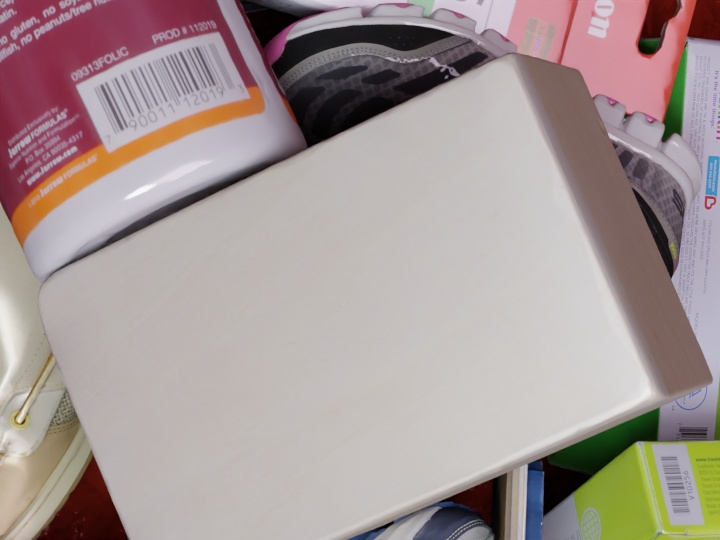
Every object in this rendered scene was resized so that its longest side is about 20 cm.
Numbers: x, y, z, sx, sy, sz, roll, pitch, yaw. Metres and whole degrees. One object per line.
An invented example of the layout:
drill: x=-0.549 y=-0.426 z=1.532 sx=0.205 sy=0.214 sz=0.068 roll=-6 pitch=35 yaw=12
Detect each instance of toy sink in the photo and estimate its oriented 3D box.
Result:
toy sink: x=0.007 y=0.023 z=0.920 sx=0.199 sy=0.112 sz=0.131 roll=-26 pitch=83 yaw=16

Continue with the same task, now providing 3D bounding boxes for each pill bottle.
pill bottle: x=-0.110 y=-0.105 z=0.944 sx=0.114 sy=0.114 sz=0.201 roll=-21 pitch=79 yaw=-24

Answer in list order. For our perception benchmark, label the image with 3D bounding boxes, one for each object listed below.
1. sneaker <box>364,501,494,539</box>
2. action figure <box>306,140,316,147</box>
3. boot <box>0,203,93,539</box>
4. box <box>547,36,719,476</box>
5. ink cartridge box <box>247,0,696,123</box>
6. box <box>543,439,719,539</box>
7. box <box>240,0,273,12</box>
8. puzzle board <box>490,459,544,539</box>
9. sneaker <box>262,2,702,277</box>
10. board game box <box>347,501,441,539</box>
sneaker: x=0.020 y=0.183 z=0.949 sx=0.201 sy=0.085 sz=0.077 roll=-66 pitch=147 yaw=-24
action figure: x=0.000 y=0.000 z=1.059 sx=0.118 sy=0.102 sz=0.201 roll=-7 pitch=101 yaw=-9
boot: x=-0.165 y=0.018 z=0.990 sx=0.155 sy=0.073 sz=0.200 roll=37 pitch=76 yaw=-26
box: x=0.190 y=-0.002 z=1.163 sx=0.176 sy=0.097 sz=0.201 roll=1 pitch=94 yaw=-28
ink cartridge box: x=0.056 y=-0.137 z=1.034 sx=0.199 sy=0.050 sz=0.109 roll=16 pitch=87 yaw=-15
box: x=0.130 y=0.131 z=1.110 sx=0.121 sy=0.200 sz=0.048 roll=1 pitch=64 yaw=-25
box: x=-0.047 y=-0.209 z=1.047 sx=0.160 sy=0.043 sz=0.201 roll=-11 pitch=100 yaw=-27
puzzle board: x=0.060 y=0.170 z=1.021 sx=0.017 sy=0.151 sz=0.201 roll=3 pitch=80 yaw=1
sneaker: x=0.050 y=-0.037 z=0.999 sx=0.199 sy=0.074 sz=0.088 roll=22 pitch=49 yaw=-22
board game box: x=-0.020 y=0.183 z=1.004 sx=0.200 sy=0.034 sz=0.136 roll=-51 pitch=141 yaw=-39
